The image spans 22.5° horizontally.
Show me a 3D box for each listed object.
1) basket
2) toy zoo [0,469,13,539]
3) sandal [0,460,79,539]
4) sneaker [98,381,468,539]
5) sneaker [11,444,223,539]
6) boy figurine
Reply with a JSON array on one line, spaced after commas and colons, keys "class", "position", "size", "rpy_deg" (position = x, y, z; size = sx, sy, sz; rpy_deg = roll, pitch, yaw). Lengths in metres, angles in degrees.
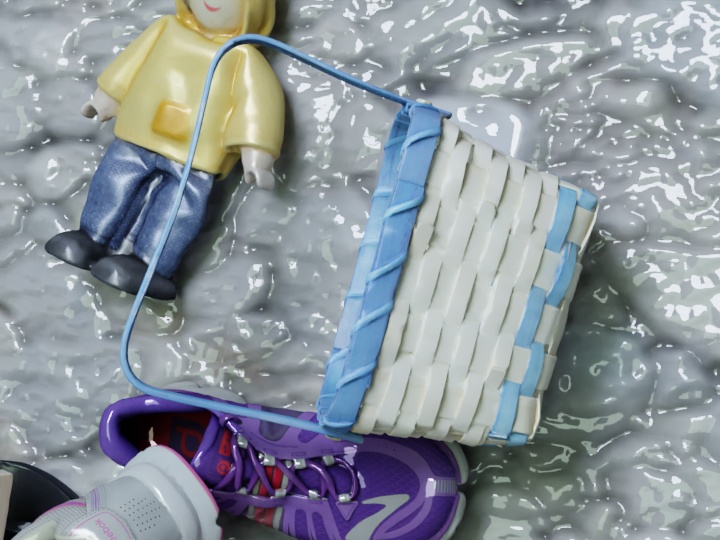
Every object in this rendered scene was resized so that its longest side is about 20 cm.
[{"class": "basket", "position": [0.000, 0.000, 0.865], "size": [0.198, 0.139, 0.178], "rpy_deg": [19, 89, -8]}, {"class": "toy zoo", "position": [-0.276, 0.150, 1.010], "size": [0.199, 0.020, 0.133], "rpy_deg": [16, 98, 36]}, {"class": "sandal", "position": [-0.160, 0.167, 0.974], "size": [0.199, 0.043, 0.076], "rpy_deg": [33, 97, 22]}, {"class": "sneaker", "position": [-0.044, 0.103, 0.914], "size": [0.198, 0.083, 0.081], "rpy_deg": [7, 87, 21]}, {"class": "sneaker", "position": [-0.155, 0.169, 0.893], "size": [0.081, 0.088, 0.201], "rpy_deg": [45, 119, 18]}, {"class": "boy figurine", "position": [-0.090, -0.085, 0.965], "size": [0.124, 0.064, 0.201], "rpy_deg": [29, 98, 25]}]
